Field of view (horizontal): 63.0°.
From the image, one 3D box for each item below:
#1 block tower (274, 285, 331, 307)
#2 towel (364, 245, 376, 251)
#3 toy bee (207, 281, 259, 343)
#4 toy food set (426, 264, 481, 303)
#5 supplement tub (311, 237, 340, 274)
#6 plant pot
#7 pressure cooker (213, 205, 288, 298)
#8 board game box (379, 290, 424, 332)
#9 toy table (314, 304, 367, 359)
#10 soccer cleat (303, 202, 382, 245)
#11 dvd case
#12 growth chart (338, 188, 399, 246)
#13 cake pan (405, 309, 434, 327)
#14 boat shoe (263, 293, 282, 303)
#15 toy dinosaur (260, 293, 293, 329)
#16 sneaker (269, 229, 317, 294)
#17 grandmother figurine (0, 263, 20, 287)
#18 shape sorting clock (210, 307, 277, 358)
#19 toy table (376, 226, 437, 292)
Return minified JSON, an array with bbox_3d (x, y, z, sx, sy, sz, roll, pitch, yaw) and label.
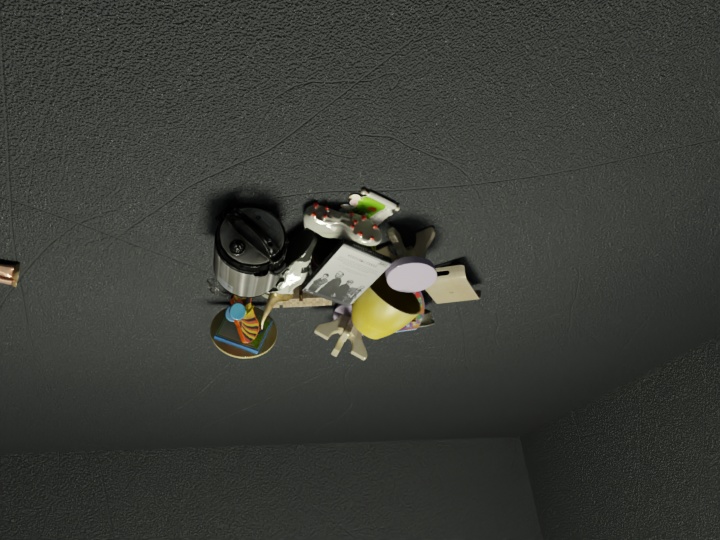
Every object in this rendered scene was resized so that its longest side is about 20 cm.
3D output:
[{"bbox_3d":[-0.173,0.072,1.744,0.195,0.055,0.058,-3,152,-8],"label":"block tower"},{"bbox_3d":[0.000,0.000,1.570,0.018,0.087,0.201,2,145,-22],"label":"towel"},{"bbox_3d":[-0.337,0.099,1.687,0.108,0.130,0.203,-33,117,-27],"label":"toy bee"},{"bbox_3d":[0.278,0.040,1.802,0.141,0.062,0.200,-7,152,25],"label":"toy food set"},{"bbox_3d":[-0.081,0.004,1.589,0.105,0.109,0.201,-4,150,-5],"label":"supplement tub"},{"bbox_3d":[0.052,0.107,1.665,0.198,0.201,0.143,17,119,-37],"label":"plant pot"},{"bbox_3d":[-0.258,-0.048,1.383,0.172,0.182,0.201,4,150,-13],"label":"pressure cooker"},{"bbox_3d":[0.094,0.106,1.756,0.196,0.162,0.039,-8,177,1],"label":"board game box"},{"bbox_3d":[-0.042,0.191,1.858,0.181,0.118,0.201,23,148,11],"label":"toy table"},{"bbox_3d":[-0.044,-0.104,1.424,0.196,0.070,0.078,19,147,-6],"label":"soccer cleat"},{"bbox_3d":[-0.036,0.010,1.478,0.148,0.025,0.200,21,132,-29],"label":"dvd case"},{"bbox_3d":[0.001,-0.130,1.466,0.143,0.018,0.200,13,144,-31],"label":"growth chart"},{"bbox_3d":[0.138,0.147,1.871,0.196,0.038,0.200,0,-175,0],"label":"cake pan"},{"bbox_3d":[-0.294,0.028,1.641,0.198,0.069,0.072,25,177,-27],"label":"boat shoe"},{"bbox_3d":[-0.232,0.053,1.594,0.101,0.201,0.058,40,160,-13],"label":"toy dinosaur"},{"bbox_3d":[-0.155,-0.018,1.495,0.087,0.075,0.201,16,125,-39],"label":"sneaker"},{"bbox_3d":[-0.943,-0.004,1.428,0.197,0.061,0.122,9,138,-32],"label":"grandmother figurine"},{"bbox_3d":[-0.347,0.181,1.749,0.196,0.202,0.040,1,138,-15],"label":"shape sorting clock"},{"bbox_3d":[0.125,-0.030,1.553,0.180,0.119,0.200,-18,154,7],"label":"toy table"}]
